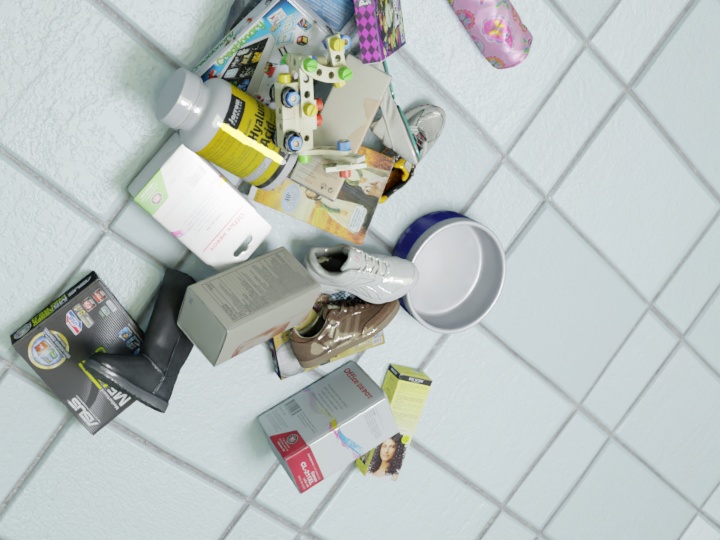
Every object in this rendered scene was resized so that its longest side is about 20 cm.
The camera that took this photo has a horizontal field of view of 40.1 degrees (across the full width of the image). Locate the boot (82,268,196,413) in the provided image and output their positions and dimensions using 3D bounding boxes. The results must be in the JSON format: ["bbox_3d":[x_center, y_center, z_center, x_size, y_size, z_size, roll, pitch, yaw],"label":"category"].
[{"bbox_3d":[-0.314,0.089,1.485,0.165,0.065,0.203,42,65,-47],"label":"boot"}]

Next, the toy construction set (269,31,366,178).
[{"bbox_3d":[-0.058,-0.227,1.388,0.129,0.092,0.205,-15,101,-30],"label":"toy construction set"}]

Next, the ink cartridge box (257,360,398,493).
[{"bbox_3d":[-0.054,0.261,1.666,0.197,0.146,0.084,-29,119,-13],"label":"ink cartridge box"}]

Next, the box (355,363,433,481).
[{"bbox_3d":[0.060,0.275,1.781,0.074,0.050,0.204,12,101,-28],"label":"box"}]

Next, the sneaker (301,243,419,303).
[{"bbox_3d":[0.000,0.000,1.591,0.195,0.100,0.080,2,69,-4],"label":"sneaker"}]

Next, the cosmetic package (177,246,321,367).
[{"bbox_3d":[-0.169,0.052,1.512,0.198,0.103,0.088,-24,151,-43],"label":"cosmetic package"}]

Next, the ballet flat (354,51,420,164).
[{"bbox_3d":[0.034,-0.253,1.549,0.068,0.069,0.204,-18,84,-18],"label":"ballet flat"}]

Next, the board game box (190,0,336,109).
[{"bbox_3d":[-0.138,-0.307,1.437,0.199,0.035,0.126,-37,130,23],"label":"board game box"}]

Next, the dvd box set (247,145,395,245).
[{"bbox_3d":[-0.061,-0.145,1.545,0.197,0.029,0.149,23,97,-6],"label":"dvd box set"}]

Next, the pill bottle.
[{"bbox_3d":[-0.191,-0.206,1.421,0.198,0.111,0.113,27,95,-33],"label":"pill bottle"}]

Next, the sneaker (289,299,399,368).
[{"bbox_3d":[-0.026,0.082,1.622,0.198,0.070,0.077,-32,113,-14],"label":"sneaker"}]

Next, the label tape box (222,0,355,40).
[{"bbox_3d":[-0.116,-0.364,1.456,0.142,0.064,0.200,24,126,-30],"label":"label tape box"}]

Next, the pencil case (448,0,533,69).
[{"bbox_3d":[0.203,-0.419,1.591,0.088,0.087,0.200,-45,121,-4],"label":"pencil case"}]

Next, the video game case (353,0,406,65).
[{"bbox_3d":[0.023,-0.420,1.452,0.035,0.182,0.204,-3,109,16],"label":"video game case"}]

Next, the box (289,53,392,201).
[{"bbox_3d":[-0.031,-0.211,1.476,0.077,0.095,0.203,26,93,-4],"label":"box"}]

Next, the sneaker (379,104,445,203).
[{"bbox_3d":[0.073,-0.183,1.610,0.078,0.082,0.201,41,87,-30],"label":"sneaker"}]

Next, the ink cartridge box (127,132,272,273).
[{"bbox_3d":[-0.241,-0.095,1.500,0.117,0.067,0.200,-47,119,-2],"label":"ink cartridge box"}]

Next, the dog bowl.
[{"bbox_3d":[0.151,0.002,1.713,0.196,0.079,0.205,-8,110,-23],"label":"dog bowl"}]

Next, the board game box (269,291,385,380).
[{"bbox_3d":[-0.060,0.088,1.668,0.196,0.035,0.138,-17,114,-19],"label":"board game box"}]

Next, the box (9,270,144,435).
[{"bbox_3d":[-0.409,0.128,1.511,0.159,0.044,0.202,-38,119,-10],"label":"box"}]
